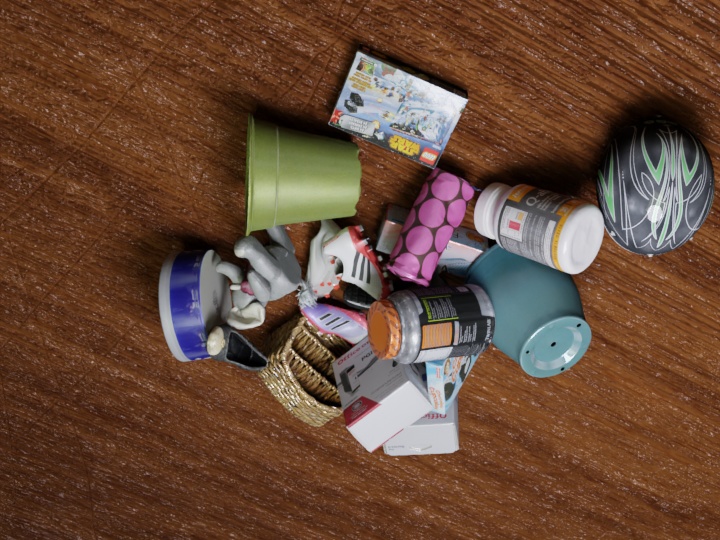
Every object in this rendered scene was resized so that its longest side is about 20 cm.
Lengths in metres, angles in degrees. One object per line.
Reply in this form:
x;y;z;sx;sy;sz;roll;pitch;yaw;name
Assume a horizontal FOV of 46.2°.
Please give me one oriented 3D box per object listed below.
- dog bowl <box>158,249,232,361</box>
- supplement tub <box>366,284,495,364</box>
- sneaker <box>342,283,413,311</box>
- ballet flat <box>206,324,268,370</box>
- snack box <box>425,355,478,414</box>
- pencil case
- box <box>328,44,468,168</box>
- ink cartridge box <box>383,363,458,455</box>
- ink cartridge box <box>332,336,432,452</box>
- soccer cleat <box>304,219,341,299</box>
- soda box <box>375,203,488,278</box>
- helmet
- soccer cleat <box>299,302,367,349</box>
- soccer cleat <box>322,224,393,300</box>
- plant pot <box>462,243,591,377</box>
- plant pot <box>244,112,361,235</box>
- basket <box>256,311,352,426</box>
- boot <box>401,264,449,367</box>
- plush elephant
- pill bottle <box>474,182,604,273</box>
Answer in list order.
-0.302;0.064;1.566;0.077;0.201;0.203;-6;124;8;dog bowl
0.118;0.091;1.430;0.197;0.123;0.124;-4;129;-24;supplement tub
0.063;0.075;1.612;0.196;0.076;0.089;4;130;3;sneaker
-0.224;0.140;1.534;0.056;0.068;0.200;13;170;20;ballet flat
0.178;0.157;1.578;0.037;0.200;0.118;11;129;26;snack box
0.123;-0.070;1.441;0.093;0.090;0.202;36;81;-50;pencil case
0.062;-0.269;1.397;0.197;0.040;0.138;22;123;-8;box
0.116;0.252;1.642;0.143;0.202;0.088;-5;131;10;ink cartridge box
0.035;0.211;1.564;0.146;0.201;0.083;-37;118;9;ink cartridge box
-0.068;-0.017;1.574;0.068;0.078;0.201;-13;149;-28;soccer cleat
0.129;-0.051;1.524;0.197;0.064;0.069;18;124;-5;soda box
0.470;-0.133;1.351;0.196;0.192;0.203;3;124;4;helmet
-0.033;0.097;1.629;0.199;0.067;0.077;33;101;-33;soccer cleat
0.000;0.000;1.498;0.084;0.069;0.201;-22;136;10;soccer cleat
0.302;0.074;1.476;0.197;0.189;0.202;-10;129;-13;plant pot
-0.098;-0.156;1.418;0.186;0.201;0.203;2;125;-9;plant pot
-0.088;0.195;1.666;0.148;0.144;0.200;-33;115;26;basket
0.131;0.089;1.548;0.138;0.078;0.200;-39;139;2;boot
-0.189;0.012;1.539;0.153;0.166;0.201;-24;115;25;plush elephant
0.293;-0.077;1.403;0.199;0.116;0.118;25;138;42;pill bottle
